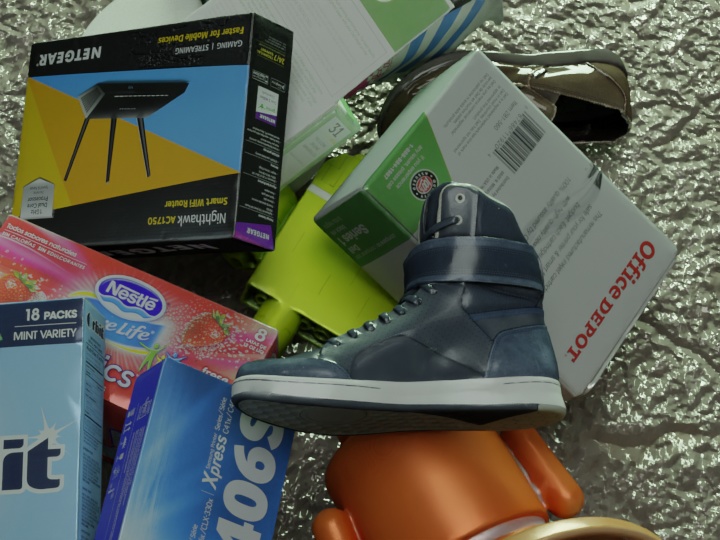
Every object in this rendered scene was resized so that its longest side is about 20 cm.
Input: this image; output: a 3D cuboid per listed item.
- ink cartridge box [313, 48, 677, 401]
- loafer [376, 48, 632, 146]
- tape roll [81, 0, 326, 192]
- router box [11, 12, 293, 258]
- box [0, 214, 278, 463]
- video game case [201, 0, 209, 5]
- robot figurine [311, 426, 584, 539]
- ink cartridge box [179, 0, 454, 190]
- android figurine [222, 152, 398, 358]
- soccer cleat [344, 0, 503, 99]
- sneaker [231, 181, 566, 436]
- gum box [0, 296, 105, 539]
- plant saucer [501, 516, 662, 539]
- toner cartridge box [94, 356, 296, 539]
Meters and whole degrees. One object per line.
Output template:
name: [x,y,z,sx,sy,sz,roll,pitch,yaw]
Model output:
ink cartridge box: [0.093,-0.022,1.243,0.200,0.084,0.146,45,60,-9]
loafer: [0.110,-0.114,1.335,0.199,0.073,0.071,-12,48,-16]
tape roll: [-0.113,-0.128,1.360,0.202,0.037,0.203,2,60,-4]
router box: [-0.141,-0.085,1.242,0.200,0.051,0.150,-3,78,35]
box: [-0.160,0.060,1.210,0.200,0.103,0.095,23,61,10]
video game case: [-0.075,-0.278,1.436,0.142,0.019,0.200,-9,50,-16]
robot figurine: [0.052,0.156,1.162,0.144,0.117,0.200,-2,52,-47]
ink cartridge box: [-0.039,-0.153,1.273,0.200,0.048,0.146,-36,57,7]
android figurine: [0.000,0.000,1.278,0.182,0.041,0.200,29,58,1]
soccer cleat: [0.017,-0.156,1.334,0.200,0.086,0.070,-29,58,3]
sneaker: [0.018,0.022,1.113,0.202,0.077,0.147,0,74,-17]
gum box: [-0.240,0.122,1.105,0.169,0.045,0.201,-4,70,9]
plant saucer: [0.105,0.224,1.093,0.200,0.201,0.037,-18,35,-14]
toner cartridge box: [-0.102,0.159,1.070,0.095,0.043,0.201,24,59,-22]
